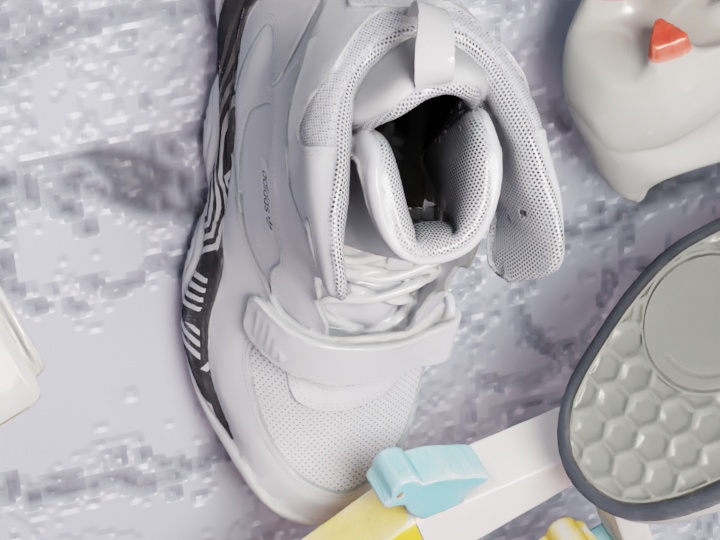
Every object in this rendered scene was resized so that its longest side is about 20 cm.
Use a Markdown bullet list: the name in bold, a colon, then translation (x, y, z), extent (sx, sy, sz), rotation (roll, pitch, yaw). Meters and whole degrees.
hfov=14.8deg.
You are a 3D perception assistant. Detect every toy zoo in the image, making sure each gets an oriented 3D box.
- **toy zoo**: translation (0.032, 0.114, 0.845), extent (0.131, 0.020, 0.200), rotation (-29, 139, -5)

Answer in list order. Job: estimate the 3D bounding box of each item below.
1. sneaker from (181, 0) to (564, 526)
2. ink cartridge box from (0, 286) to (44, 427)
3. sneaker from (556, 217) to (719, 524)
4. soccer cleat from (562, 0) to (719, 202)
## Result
- **sneaker**: translation (0.000, 0.000, 0.754), extent (0.075, 0.115, 0.201), rotation (-6, 118, -17)
- **ink cartridge box**: translation (-0.200, 0.015, 0.683), extent (0.199, 0.083, 0.146), rotation (-31, 111, -10)
- **sneaker**: translation (0.156, 0.014, 0.810), extent (0.202, 0.077, 0.146), rotation (-42, 153, 3)
- **soccer cleat**: translation (0.147, -0.087, 0.800), extent (0.199, 0.069, 0.078), rotation (-26, 145, -10)
